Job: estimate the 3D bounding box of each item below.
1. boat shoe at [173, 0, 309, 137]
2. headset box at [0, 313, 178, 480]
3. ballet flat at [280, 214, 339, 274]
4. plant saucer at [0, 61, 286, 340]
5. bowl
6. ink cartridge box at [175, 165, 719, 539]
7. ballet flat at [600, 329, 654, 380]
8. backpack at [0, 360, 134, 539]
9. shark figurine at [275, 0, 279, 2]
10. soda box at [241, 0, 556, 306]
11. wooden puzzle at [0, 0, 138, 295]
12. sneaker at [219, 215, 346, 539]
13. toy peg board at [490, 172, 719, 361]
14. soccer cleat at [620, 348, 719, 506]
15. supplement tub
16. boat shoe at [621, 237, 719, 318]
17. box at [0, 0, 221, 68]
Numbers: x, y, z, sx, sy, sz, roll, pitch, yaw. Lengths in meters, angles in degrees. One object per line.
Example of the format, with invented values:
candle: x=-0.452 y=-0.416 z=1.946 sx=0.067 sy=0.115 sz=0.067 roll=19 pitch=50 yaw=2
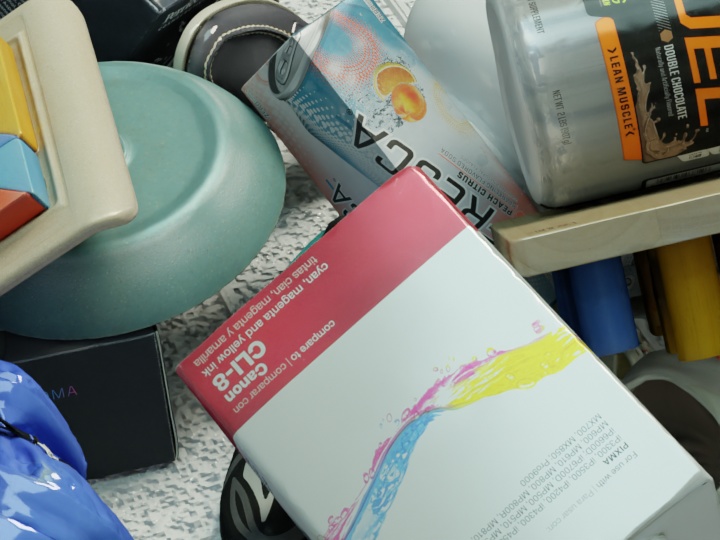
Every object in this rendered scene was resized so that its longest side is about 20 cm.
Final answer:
boat shoe: x=-0.030 y=-0.110 z=1.332 sx=0.062 sy=0.073 sz=0.199 roll=27 pitch=8 yaw=34
headset box: x=-0.198 y=0.032 z=1.222 sx=0.173 sy=0.093 sz=0.201 roll=-12 pitch=39 yaw=-8
ballet flat: x=0.000 y=0.000 z=1.269 sx=0.069 sy=0.070 sz=0.200 roll=13 pitch=41 yaw=23
plant saucer: x=-0.139 y=-0.050 z=1.194 sx=0.198 sy=0.036 sz=0.201 roll=-4 pitch=47 yaw=4
bowl: x=0.089 y=-0.088 z=1.280 sx=0.090 sy=0.202 sz=0.201 roll=-44 pitch=49 yaw=-13
ink cartridge box: x=0.046 y=0.090 z=1.005 sx=0.144 sy=0.145 sz=0.200 roll=-40 pitch=64 yaw=-6
ballet flat: x=0.122 y=0.075 z=1.149 sx=0.075 sy=0.064 sz=0.201 roll=0 pitch=38 yaw=8
backpack: x=-0.194 y=0.121 z=1.027 sx=0.199 sy=0.163 sz=0.169 roll=20 pitch=72 yaw=22
shark figurine: x=-0.085 y=-0.080 z=1.385 sx=0.089 sy=0.129 sz=0.214 roll=39 pitch=33 yaw=12
soda box: x=0.029 y=-0.048 z=1.225 sx=0.200 sy=0.068 sz=0.064 roll=51 pitch=53 yaw=-1
wooden puzzle: x=-0.219 y=-0.043 z=1.154 sx=0.199 sy=0.037 sz=0.186 roll=-29 pitch=45 yaw=8
sneaker: x=-0.029 y=0.061 z=1.147 sx=0.070 sy=0.083 sz=0.201 roll=11 pitch=66 yaw=17
toy peg board: x=0.173 y=0.006 z=1.090 sx=0.198 sy=0.099 sz=0.200 roll=-13 pitch=3 yaw=2
soccer cleat: x=0.206 y=0.104 z=1.077 sx=0.199 sy=0.070 sz=0.077 roll=32 pitch=27 yaw=25
supplement tub: x=0.170 y=-0.110 z=1.135 sx=0.198 sy=0.123 sz=0.123 roll=-14 pitch=38 yaw=0
boat shoe: x=0.230 y=0.009 z=1.216 sx=0.200 sy=0.075 sz=0.065 roll=11 pitch=65 yaw=8
box: x=-0.140 y=-0.185 z=1.375 sx=0.124 sy=0.197 sz=0.200 roll=46 pitch=48 yaw=3
